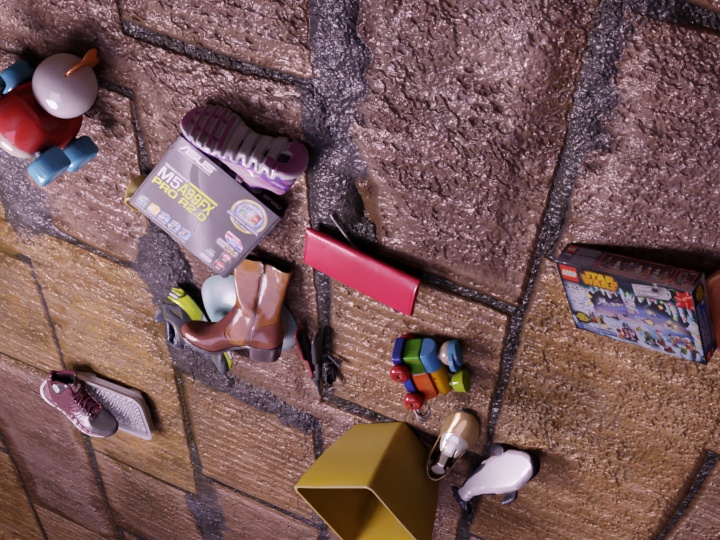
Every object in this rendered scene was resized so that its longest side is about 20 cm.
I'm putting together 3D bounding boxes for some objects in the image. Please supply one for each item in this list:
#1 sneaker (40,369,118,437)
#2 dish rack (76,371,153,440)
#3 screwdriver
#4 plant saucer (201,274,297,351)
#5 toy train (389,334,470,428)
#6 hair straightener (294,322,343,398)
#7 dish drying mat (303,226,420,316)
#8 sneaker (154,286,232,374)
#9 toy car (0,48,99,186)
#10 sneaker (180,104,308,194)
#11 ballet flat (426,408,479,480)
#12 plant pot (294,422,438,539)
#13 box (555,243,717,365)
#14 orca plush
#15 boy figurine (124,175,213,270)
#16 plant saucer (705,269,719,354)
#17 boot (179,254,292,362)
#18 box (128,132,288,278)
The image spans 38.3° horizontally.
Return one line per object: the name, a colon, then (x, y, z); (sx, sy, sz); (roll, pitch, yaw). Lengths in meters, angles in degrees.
sneaker: (-0.621, 0.289, 2.305); (0.199, 0.076, 0.116); (32, 140, -1)
dish rack: (-0.563, 0.303, 2.375); (0.199, 0.044, 0.172); (18, 141, 18)
screwdriver: (0.009, -0.012, 1.624); (0.200, 0.028, 0.029); (52, 168, -16)
plant saucer: (-0.209, 0.091, 1.879); (0.200, 0.039, 0.202); (19, 141, 16)
toy train: (0.133, 0.191, 1.730); (0.115, 0.085, 0.200); (-7, 131, 23)
hair straightener: (-0.069, 0.173, 1.874); (0.077, 0.041, 0.201); (16, 141, 20)
dish drying mat: (0.000, 0.000, 1.610); (0.199, 0.018, 0.077); (27, 138, 17)
sneaker: (-0.314, 0.124, 1.943); (0.200, 0.081, 0.074); (55, 162, -25)
toy car: (-0.452, -0.266, 1.570); (0.200, 0.177, 0.185); (-36, 96, 22)
sneaker: (-0.173, -0.169, 1.521); (0.199, 0.081, 0.089); (25, 151, 6)
ballet flat: (0.163, 0.321, 1.865); (0.068, 0.063, 0.200); (25, 143, 7)
plant pot: (0.035, 0.396, 1.948); (0.199, 0.177, 0.200); (-10, 128, 43)
box: (0.366, 0.043, 1.381); (0.199, 0.040, 0.137); (15, 142, 41)
orca plush: (0.257, 0.377, 1.857); (0.071, 0.105, 0.200); (9, 132, -39)
boy figurine: (-0.296, -0.088, 1.711); (0.200, 0.065, 0.124); (36, 146, -13)
plant saucer: (0.527, 0.056, 1.320); (0.199, 0.038, 0.201); (20, 143, 15)
boot: (-0.216, 0.058, 1.773); (0.187, 0.069, 0.201); (15, 127, 10)
box: (-0.238, -0.104, 1.621); (0.200, 0.044, 0.160); (40, 122, -12)
